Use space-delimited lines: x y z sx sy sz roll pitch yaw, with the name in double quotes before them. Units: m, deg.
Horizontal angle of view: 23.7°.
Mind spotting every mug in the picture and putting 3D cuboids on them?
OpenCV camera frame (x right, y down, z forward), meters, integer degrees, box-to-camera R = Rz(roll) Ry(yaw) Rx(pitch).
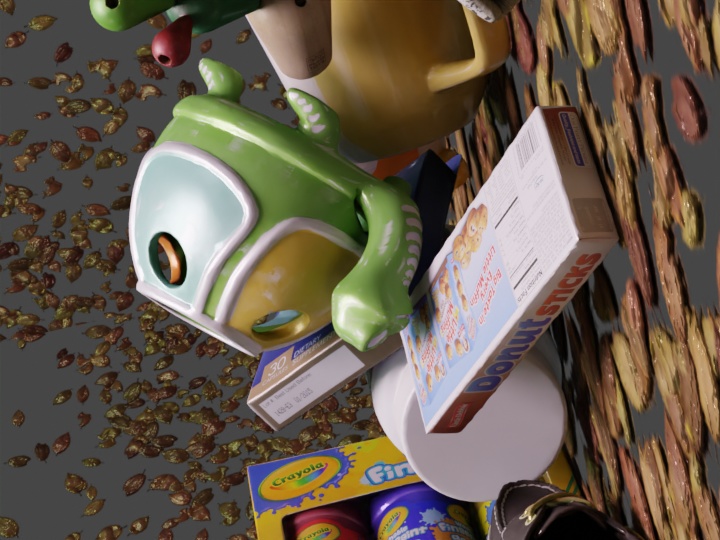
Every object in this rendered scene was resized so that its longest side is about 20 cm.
"mug" 0.005 -0.145 1.000 0.187 0.149 0.153 -86 -24 -76

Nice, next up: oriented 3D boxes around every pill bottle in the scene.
"pill bottle" 0.058 0.053 1.036 0.200 0.113 0.113 -107 5 -70

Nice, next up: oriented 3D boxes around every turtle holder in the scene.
"turtle holder" -0.043 -0.018 0.952 0.132 0.185 0.141 -60 -12 -7

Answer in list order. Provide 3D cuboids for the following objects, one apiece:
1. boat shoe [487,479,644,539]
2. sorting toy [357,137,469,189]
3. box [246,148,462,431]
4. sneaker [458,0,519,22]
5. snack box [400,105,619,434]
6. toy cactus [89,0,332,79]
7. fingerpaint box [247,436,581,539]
"boat shoe" 0.111 0.146 0.860 0.201 0.072 0.061 -127 28 -67
"sorting toy" 0.019 -0.160 1.174 0.200 0.107 0.180 -100 8 -53
"box" 0.000 0.000 1.046 0.032 0.121 0.200 44 -150 -17
"sneaker" 0.053 -0.186 0.768 0.089 0.077 0.200 43 161 22
"snack box" 0.066 0.006 0.839 0.200 0.024 0.072 121 140 -54
"toy cactus" -0.036 -0.159 0.872 0.102 0.200 0.165 36 160 30
"fingerpaint box" 0.040 0.176 1.050 0.167 0.199 0.073 -105 4 -55
